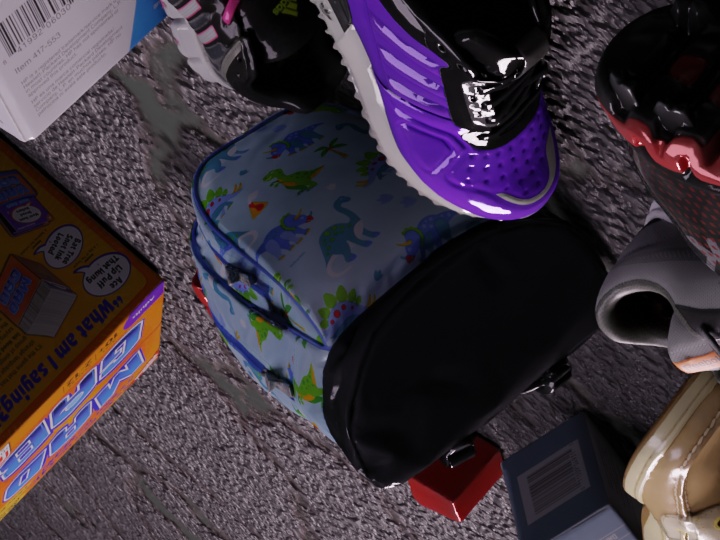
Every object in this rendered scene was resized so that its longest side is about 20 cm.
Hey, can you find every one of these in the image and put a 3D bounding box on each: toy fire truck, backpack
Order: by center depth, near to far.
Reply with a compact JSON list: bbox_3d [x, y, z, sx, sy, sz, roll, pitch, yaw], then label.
[{"bbox_3d":[0.000,0.000,1.148,0.154,0.163,0.200,60,163,-21],"label":"backpack"},{"bbox_3d":[-0.010,0.067,1.455,0.200,0.049,0.141,28,157,38],"label":"toy fire truck"}]

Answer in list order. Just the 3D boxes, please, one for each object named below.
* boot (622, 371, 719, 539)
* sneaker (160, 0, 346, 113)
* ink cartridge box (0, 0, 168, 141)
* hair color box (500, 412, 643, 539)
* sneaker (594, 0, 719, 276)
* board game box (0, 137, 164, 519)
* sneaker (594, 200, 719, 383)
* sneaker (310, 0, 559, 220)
[{"bbox_3d":[0.206,0.134,1.109,0.155,0.073,0.200,38,164,24],"label":"boot"},{"bbox_3d":[-0.058,-0.139,1.063,0.087,0.074,0.200,31,163,32],"label":"sneaker"},{"bbox_3d":[-0.159,-0.182,1.054,0.086,0.146,0.200,32,159,35],"label":"ink cartridge box"},{"bbox_3d":[0.161,0.185,1.282,0.200,0.061,0.099,51,-166,-24],"label":"hair color box"},{"bbox_3d":[0.175,-0.022,0.837,0.200,0.071,0.098,33,159,33],"label":"sneaker"},{"bbox_3d":[-0.290,0.043,1.744,0.200,0.200,0.200,41,162,8],"label":"board game box"},{"bbox_3d":[0.175,0.019,0.917,0.200,0.079,0.074,14,145,54],"label":"sneaker"},{"bbox_3d":[0.045,-0.089,0.960,0.099,0.070,0.200,18,150,48],"label":"sneaker"}]
